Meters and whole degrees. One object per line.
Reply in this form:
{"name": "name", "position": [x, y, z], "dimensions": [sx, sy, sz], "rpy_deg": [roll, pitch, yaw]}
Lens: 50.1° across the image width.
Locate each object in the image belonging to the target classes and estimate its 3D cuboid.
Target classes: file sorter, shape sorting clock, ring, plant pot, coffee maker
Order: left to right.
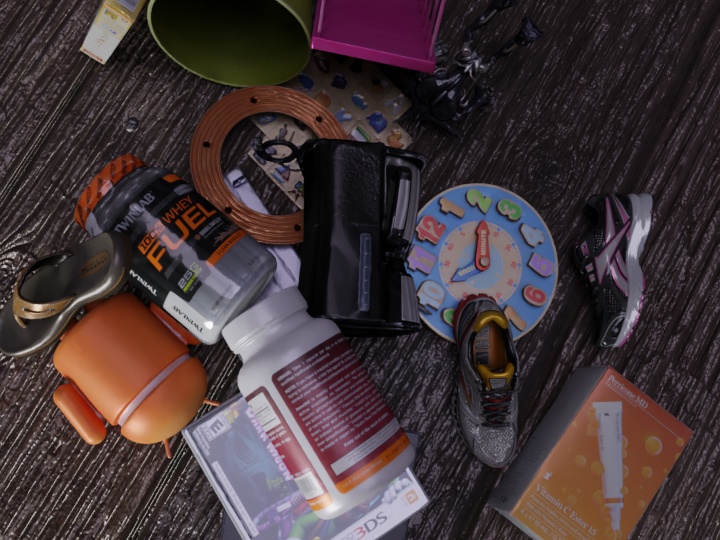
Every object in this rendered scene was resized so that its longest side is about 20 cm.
{"name": "plant pot", "position": [-0.135, -0.354, 0.901], "dimensions": [0.185, 0.187, 0.202], "rpy_deg": [9, 68, -4]}
{"name": "ring", "position": [-0.103, -0.125, 0.916], "dimensions": [0.198, 0.019, 0.202], "rpy_deg": [4, 75, -15]}
{"name": "coffee maker", "position": [-0.025, -0.030, 0.852], "dimensions": [0.190, 0.135, 0.202], "rpy_deg": [2, 77, 6]}
{"name": "file sorter", "position": [0.026, -0.336, 0.876], "dimensions": [0.138, 0.126, 0.201], "rpy_deg": [10, 38, -6]}
{"name": "shape sorting clock", "position": [0.146, -0.007, 0.935], "dimensions": [0.198, 0.039, 0.202], "rpy_deg": [1, 81, -5]}

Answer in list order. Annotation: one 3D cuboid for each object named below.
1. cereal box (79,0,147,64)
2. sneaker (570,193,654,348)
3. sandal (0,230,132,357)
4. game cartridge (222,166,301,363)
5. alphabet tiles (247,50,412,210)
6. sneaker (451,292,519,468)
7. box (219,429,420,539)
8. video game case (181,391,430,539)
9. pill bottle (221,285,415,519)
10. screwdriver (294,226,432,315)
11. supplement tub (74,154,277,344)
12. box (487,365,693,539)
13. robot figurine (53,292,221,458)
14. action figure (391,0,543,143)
{"name": "cereal box", "position": [-0.256, -0.321, 0.865], "dimensions": [0.039, 0.200, 0.145], "rpy_deg": [29, 78, -25]}
{"name": "sneaker", "position": [0.297, -0.002, 0.941], "dimensions": [0.085, 0.080, 0.202], "rpy_deg": [11, 72, 8]}
{"name": "sandal", "position": [-0.308, 0.020, 0.770], "dimensions": [0.199, 0.054, 0.082], "rpy_deg": [-27, 66, 26]}
{"name": "game cartridge", "position": [-0.142, -0.006, 0.910], "dimensions": [0.129, 0.038, 0.201], "rpy_deg": [-34, 86, -5]}
{"name": "alphabet tiles", "position": [-0.036, -0.177, 0.960], "dimensions": [0.166, 0.006, 0.200], "rpy_deg": [45, 80, 3]}
{"name": "sneaker", "position": [0.144, 0.132, 0.882], "dimensions": [0.077, 0.082, 0.202], "rpy_deg": [-10, 98, -4]}
{"name": "box", "position": [-0.048, 0.254, 0.843], "dimensions": [0.198, 0.104, 0.184], "rpy_deg": [9, 79, -4]}
{"name": "video game case", "position": [-0.055, 0.200, 0.787], "dimensions": [0.181, 0.023, 0.201], "rpy_deg": [-31, 84, -11]}
{"name": "pill bottle", "position": [-0.044, 0.121, 0.733], "dimensions": [0.112, 0.113, 0.201], "rpy_deg": [-31, 85, -9]}
{"name": "screwdriver", "position": [0.000, 0.000, 0.921], "dimensions": [0.199, 0.029, 0.028], "rpy_deg": [33, 77, 2]}
{"name": "supplement tub", "position": [-0.199, -0.025, 0.830], "dimensions": [0.199, 0.123, 0.123], "rpy_deg": [38, 80, 1]}
{"name": "box", "position": [0.259, 0.226, 0.881], "dimensions": [0.124, 0.098, 0.201], "rpy_deg": [37, 79, 1]}
{"name": "robot figurine", "position": [-0.251, 0.106, 0.840], "dimensions": [0.200, 0.117, 0.144], "rpy_deg": [44, 35, 2]}
{"name": "action figure", "position": [0.124, -0.242, 0.942], "dimensions": [0.200, 0.102, 0.119], "rpy_deg": [-42, 96, 16]}
